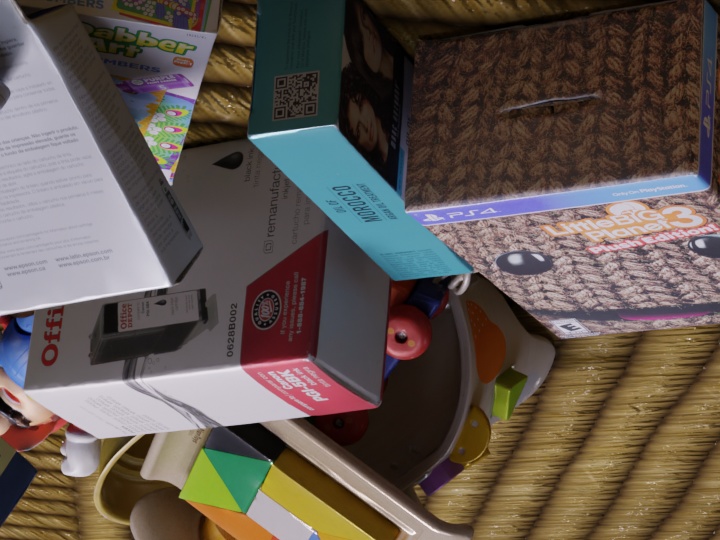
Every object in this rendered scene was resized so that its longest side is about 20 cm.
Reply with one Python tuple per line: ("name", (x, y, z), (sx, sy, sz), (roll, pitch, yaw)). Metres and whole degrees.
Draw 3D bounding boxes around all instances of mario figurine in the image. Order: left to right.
("mario figurine", (-0.226, 0.074, 1.659), (0.106, 0.124, 0.200), (-6, 158, -17))

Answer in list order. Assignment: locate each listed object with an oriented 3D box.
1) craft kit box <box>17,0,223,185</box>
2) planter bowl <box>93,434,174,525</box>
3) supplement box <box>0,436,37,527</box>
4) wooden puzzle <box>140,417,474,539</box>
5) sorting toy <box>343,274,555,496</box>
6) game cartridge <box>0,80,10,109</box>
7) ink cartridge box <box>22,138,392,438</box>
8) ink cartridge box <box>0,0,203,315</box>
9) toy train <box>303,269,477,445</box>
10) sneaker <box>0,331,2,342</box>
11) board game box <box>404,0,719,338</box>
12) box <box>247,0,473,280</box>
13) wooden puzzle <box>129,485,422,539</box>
("craft kit box", (-0.180, -0.112, 1.269), (0.199, 0.049, 0.198), (8, 156, -8))
("planter bowl", (-0.101, 0.087, 1.664), (0.200, 0.084, 0.201), (-22, 155, -11))
("supplement box", (-0.351, 0.124, 1.537), (0.200, 0.134, 0.199), (46, 147, -24))
("wooden puzzle", (-0.041, 0.148, 1.529), (0.200, 0.037, 0.185), (32, 150, 2))
("sorting toy", (0.052, 0.094, 1.632), (0.200, 0.107, 0.180), (-39, 166, 25))
("game cartridge", (-0.268, -0.076, 1.189), (0.133, 0.041, 0.200), (41, 133, -13))
("ink cartridge box", (-0.086, 0.009, 1.414), (0.199, 0.147, 0.083), (-9, 154, 29))
("ink cartridge box", (-0.203, -0.067, 1.216), (0.199, 0.041, 0.200), (-9, 122, 32))
("toy train", (0.000, 0.000, 1.481), (0.116, 0.085, 0.200), (34, 112, -2))
("sneaker", (-0.316, 0.009, 1.591), (0.200, 0.075, 0.116), (32, 113, -1))
("board game box", (0.139, -0.048, 1.288), (0.159, 0.097, 0.200), (-7, 156, 28))
("box", (0.005, -0.069, 1.284), (0.049, 0.083, 0.200), (-5, 157, 22))
("wooden puzzle", (-0.030, 0.204, 1.639), (0.199, 0.186, 0.046), (-13, 150, -27))
